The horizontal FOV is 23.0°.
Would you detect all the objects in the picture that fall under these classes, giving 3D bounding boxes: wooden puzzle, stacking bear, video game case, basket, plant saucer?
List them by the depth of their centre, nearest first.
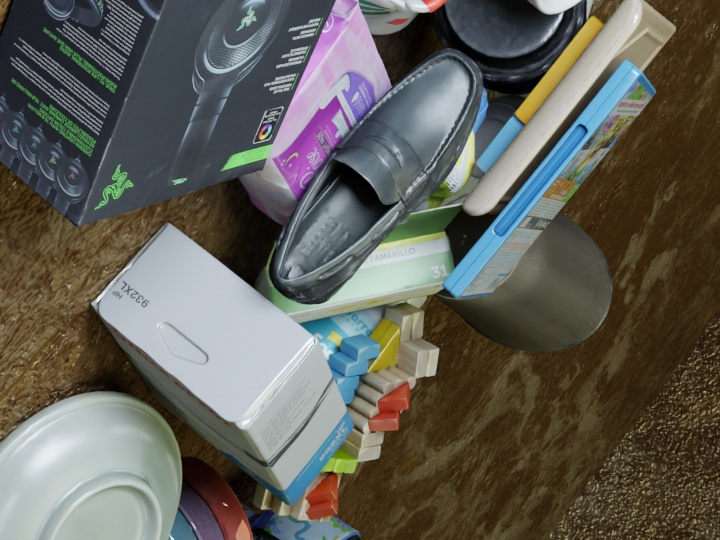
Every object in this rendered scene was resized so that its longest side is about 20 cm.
[{"bbox_3d":[-0.198,0.188,1.269,0.199,0.050,0.202,-25,128,-35],"label":"plant saucer"},{"bbox_3d":[0.148,-0.117,1.271,0.185,0.037,0.200,-51,170,12],"label":"wooden puzzle"},{"bbox_3d":[0.139,-0.062,1.278,0.200,0.018,0.143,-51,169,9],"label":"video game case"},{"bbox_3d":[-0.192,0.242,1.405,0.199,0.121,0.114,-31,154,-33],"label":"stacking bear"},{"bbox_3d":[0.120,-0.013,1.589,0.137,0.179,0.200,-63,156,0],"label":"basket"}]

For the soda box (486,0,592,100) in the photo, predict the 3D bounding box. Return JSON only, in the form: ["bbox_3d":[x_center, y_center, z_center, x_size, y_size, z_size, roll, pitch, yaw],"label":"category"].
[{"bbox_3d":[0.138,-0.176,1.497,0.064,0.068,0.201,-41,157,-31],"label":"soda box"}]

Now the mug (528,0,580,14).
[{"bbox_3d":[0.109,-0.271,1.138,0.186,0.153,0.150,-25,146,-55],"label":"mug"}]

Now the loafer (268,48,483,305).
[{"bbox_3d":[0.012,-0.062,1.168,0.201,0.068,0.070,-52,171,1],"label":"loafer"}]

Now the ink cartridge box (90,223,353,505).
[{"bbox_3d":[-0.093,0.072,1.270,0.084,0.145,0.200,-49,160,-13],"label":"ink cartridge box"}]

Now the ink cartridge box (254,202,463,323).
[{"bbox_3d":[0.000,0.000,1.319,0.144,0.048,0.200,-12,175,-9],"label":"ink cartridge box"}]

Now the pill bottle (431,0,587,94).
[{"bbox_3d":[0.109,-0.188,1.280,0.112,0.111,0.200,-55,176,6],"label":"pill bottle"}]

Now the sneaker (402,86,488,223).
[{"bbox_3d":[0.040,-0.092,1.331,0.199,0.076,0.106,-14,-137,60],"label":"sneaker"}]

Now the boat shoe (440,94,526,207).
[{"bbox_3d":[0.069,-0.082,1.424,0.068,0.073,0.199,-26,-176,-38],"label":"boat shoe"}]

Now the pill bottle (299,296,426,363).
[{"bbox_3d":[-0.034,0.070,1.458,0.200,0.110,0.111,-47,160,-19],"label":"pill bottle"}]

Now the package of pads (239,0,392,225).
[{"bbox_3d":[-0.040,-0.108,1.187,0.121,0.075,0.200,-55,162,-8],"label":"package of pads"}]

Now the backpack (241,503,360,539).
[{"bbox_3d":[-0.099,0.299,1.646,0.200,0.146,0.184,-40,156,-42],"label":"backpack"}]

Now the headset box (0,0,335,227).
[{"bbox_3d":[-0.104,-0.134,0.971,0.174,0.093,0.201,-22,145,-55],"label":"headset box"}]

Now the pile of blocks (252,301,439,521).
[{"bbox_3d":[-0.005,0.113,1.378,0.082,0.062,0.201,39,80,-44],"label":"pile of blocks"}]

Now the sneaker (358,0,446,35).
[{"bbox_3d":[0.022,-0.189,1.167,0.071,0.093,0.200,-51,161,-3],"label":"sneaker"}]
